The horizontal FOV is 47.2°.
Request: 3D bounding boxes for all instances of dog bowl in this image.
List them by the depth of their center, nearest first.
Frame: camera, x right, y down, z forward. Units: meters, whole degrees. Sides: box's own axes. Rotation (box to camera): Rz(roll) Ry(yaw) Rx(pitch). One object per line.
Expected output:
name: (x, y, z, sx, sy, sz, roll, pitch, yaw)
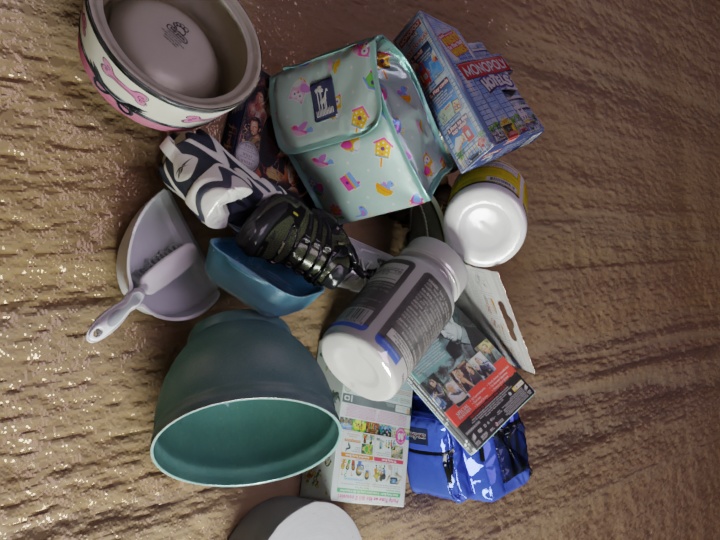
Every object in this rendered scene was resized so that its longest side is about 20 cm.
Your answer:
dog bowl: (-0.205, -0.236, 0.868, 0.198, 0.074, 0.203, 21, 53, -31)

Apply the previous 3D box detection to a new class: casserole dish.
casserole dish: (-0.110, 0.009, 0.934, 0.039, 0.120, 0.200, -58, 173, 8)

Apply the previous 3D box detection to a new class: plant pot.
plant pot: (-0.126, 0.128, 0.888, 0.199, 0.199, 0.136, 29, 38, -42)

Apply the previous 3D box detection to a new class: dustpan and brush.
dustpan and brush: (-0.224, 0.014, 0.865, 0.200, 0.057, 0.141, -45, 118, -41)

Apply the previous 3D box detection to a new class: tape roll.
tape roll: (-0.078, 0.377, 0.988, 0.199, 0.065, 0.204, 8, 80, -49)

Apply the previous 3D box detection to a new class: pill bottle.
pill bottle: (0.048, 0.055, 1.035, 0.200, 0.113, 0.115, -48, 120, -34)
pill bottle: (0.179, -0.091, 1.159, 0.200, 0.111, 0.114, -62, 133, -66)

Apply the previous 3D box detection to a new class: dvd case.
dvd case: (0.126, 0.128, 1.108, 0.145, 0.022, 0.200, -33, 76, -38)

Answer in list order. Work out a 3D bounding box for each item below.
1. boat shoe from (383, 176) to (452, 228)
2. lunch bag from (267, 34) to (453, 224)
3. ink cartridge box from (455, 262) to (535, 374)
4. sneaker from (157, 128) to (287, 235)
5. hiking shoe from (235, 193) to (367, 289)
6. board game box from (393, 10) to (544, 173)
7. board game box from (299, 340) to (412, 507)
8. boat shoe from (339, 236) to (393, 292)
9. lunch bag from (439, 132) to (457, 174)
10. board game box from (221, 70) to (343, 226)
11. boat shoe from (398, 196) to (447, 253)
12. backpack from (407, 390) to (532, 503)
boat shoe: (0.078, -0.097, 1.212, 0.199, 0.070, 0.072, -13, 93, -48)
lunch bag: (-0.006, -0.171, 0.998, 0.202, 0.168, 0.122, 61, 40, -25)
ink cartridge box: (0.184, 0.050, 1.190, 0.050, 0.199, 0.163, -29, 107, -19)
sneaker: (-0.161, -0.104, 0.933, 0.130, 0.080, 0.199, 47, 15, 13)
hiking shoe: (-0.058, -0.028, 0.941, 0.076, 0.101, 0.199, -55, 157, 18)
board game box: (0.142, -0.243, 1.071, 0.199, 0.062, 0.201, -27, 81, -49)
board game box: (0.001, 0.205, 1.099, 0.147, 0.064, 0.203, 21, 69, -44)
boat shoe: (0.000, 0.000, 1.107, 0.199, 0.068, 0.073, 22, 90, -48)
lunch bag: (0.105, -0.206, 1.183, 0.199, 0.166, 0.142, -13, 95, -49)
board game box: (-0.088, -0.150, 1.058, 0.199, 0.034, 0.138, 28, 65, -44)
boat shoe: (0.089, -0.015, 1.184, 0.059, 0.072, 0.204, -17, 124, -15)
backpack: (0.142, 0.218, 1.184, 0.166, 0.161, 0.203, -12, 96, -45)
